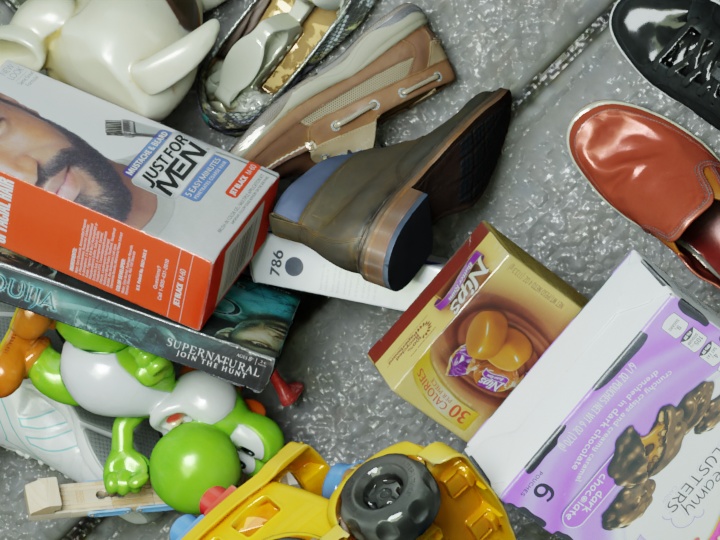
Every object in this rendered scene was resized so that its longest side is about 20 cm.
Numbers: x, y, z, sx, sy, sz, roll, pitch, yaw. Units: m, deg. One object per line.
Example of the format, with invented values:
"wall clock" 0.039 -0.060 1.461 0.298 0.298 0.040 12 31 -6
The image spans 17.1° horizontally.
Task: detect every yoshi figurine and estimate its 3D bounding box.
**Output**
"yoshi figurine" -0.148 0.093 1.580 0.200 0.112 0.112 28 84 -5

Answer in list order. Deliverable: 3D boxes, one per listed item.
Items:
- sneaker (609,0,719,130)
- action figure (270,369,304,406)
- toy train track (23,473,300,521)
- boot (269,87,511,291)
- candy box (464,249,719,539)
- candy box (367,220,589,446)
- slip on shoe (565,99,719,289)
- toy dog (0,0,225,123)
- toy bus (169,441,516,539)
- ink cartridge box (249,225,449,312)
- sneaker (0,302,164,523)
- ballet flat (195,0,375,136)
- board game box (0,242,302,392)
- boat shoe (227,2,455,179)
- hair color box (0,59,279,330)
"sneaker" 0.242 -0.126 1.548 0.200 0.112 0.073 37 97 13
"action figure" -0.107 0.000 1.672 0.065 0.099 0.200 -24 105 10
"toy train track" -0.127 0.143 1.630 0.200 0.033 0.115 -4 52 -17
"boot" 0.024 -0.070 1.582 0.097 0.200 0.075 18 132 22
"candy box" 0.198 0.112 1.522 0.200 0.072 0.168 34 100 -28
"candy box" 0.116 0.071 1.548 0.200 0.056 0.117 36 100 -30
"slip on shoe" 0.216 -0.042 1.581 0.200 0.061 0.074 44 102 13
"toy dog" -0.152 -0.190 1.628 0.140 0.200 0.194 44 144 -21
"toy bus" -0.032 0.175 1.489 0.200 0.136 0.192 -41 41 -13
"ink cartridge box" 0.000 0.000 1.618 0.200 0.099 0.039 13 96 16
"sneaker" -0.214 0.107 1.699 0.200 0.070 0.080 47 125 6
"ballet flat" -0.044 -0.175 1.649 0.072 0.072 0.200 40 99 12
"board game box" -0.143 0.014 1.562 0.200 0.135 0.028 19 109 0
"boat shoe" -0.018 -0.098 1.616 0.200 0.076 0.072 -39 91 -10
"hair color box" -0.166 -0.050 1.531 0.200 0.111 0.064 22 129 9
